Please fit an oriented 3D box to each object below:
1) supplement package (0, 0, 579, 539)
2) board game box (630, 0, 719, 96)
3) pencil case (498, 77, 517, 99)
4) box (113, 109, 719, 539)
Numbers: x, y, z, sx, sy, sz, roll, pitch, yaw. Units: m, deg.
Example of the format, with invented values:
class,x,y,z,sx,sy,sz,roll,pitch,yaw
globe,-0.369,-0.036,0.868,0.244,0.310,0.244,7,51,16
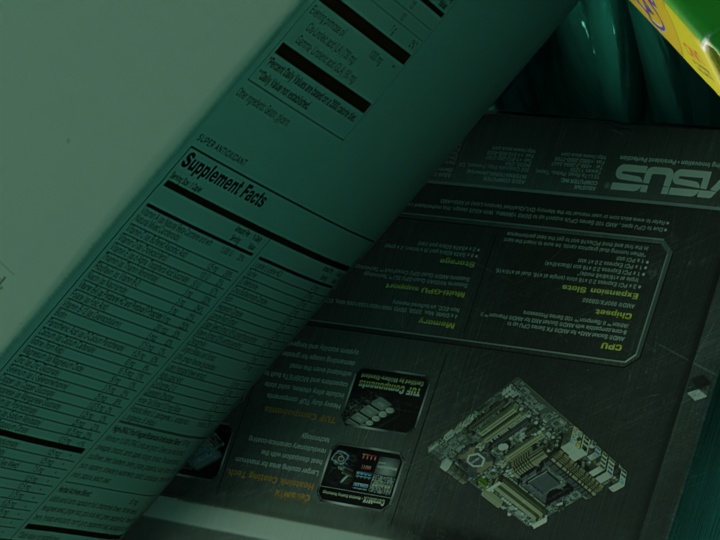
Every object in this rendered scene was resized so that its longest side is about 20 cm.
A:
class,x,y,z,sx,sy,sz,roll,pitch,yaw
supplement package,-0.090,-0.064,0.680,0.191,0.200,0.147,43,-175,18
board game box,0.074,-0.109,0.610,0.030,0.095,0.200,58,178,-42
pencil case,-0.015,-0.110,0.959,0.200,0.078,0.087,49,127,54
box,0.011,0.039,0.721,0.200,0.159,0.048,6,161,38
